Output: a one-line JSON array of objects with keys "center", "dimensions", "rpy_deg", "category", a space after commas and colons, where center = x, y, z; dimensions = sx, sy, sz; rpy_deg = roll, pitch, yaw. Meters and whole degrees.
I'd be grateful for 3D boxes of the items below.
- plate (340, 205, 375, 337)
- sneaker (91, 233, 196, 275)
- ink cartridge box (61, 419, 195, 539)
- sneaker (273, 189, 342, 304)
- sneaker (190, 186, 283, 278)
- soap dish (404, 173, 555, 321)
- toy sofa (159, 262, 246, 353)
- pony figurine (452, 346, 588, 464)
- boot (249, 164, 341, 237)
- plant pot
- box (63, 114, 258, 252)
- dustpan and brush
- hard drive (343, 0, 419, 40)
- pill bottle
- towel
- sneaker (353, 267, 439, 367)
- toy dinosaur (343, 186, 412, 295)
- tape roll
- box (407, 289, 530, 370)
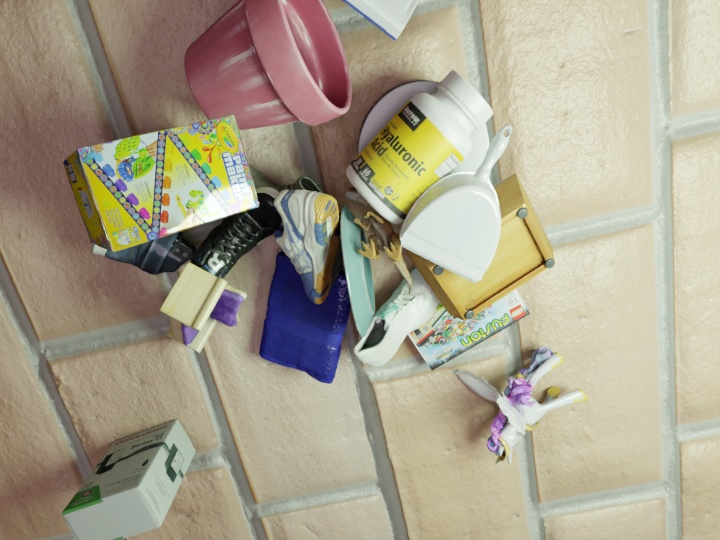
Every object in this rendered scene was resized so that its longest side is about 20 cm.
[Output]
[{"center": [0.000, 0.000, 0.855], "dimensions": [0.025, 0.201, 0.203], "rpy_deg": [-7, 109, 6], "category": "plate"}, {"center": [-0.315, -0.092, 0.891], "dimensions": [0.145, 0.077, 0.204], "rpy_deg": [25, 99, -18], "category": "sneaker"}, {"center": [-0.394, 0.365, 0.981], "dimensions": [0.145, 0.200, 0.084], "rpy_deg": [-20, 105, 6], "category": "ink cartridge box"}, {"center": [-0.079, -0.038, 0.821], "dimensions": [0.087, 0.076, 0.202], "rpy_deg": [17, 135, 16], "category": "sneaker"}, {"center": [-0.187, -0.040, 0.841], "dimensions": [0.073, 0.113, 0.199], "rpy_deg": [41, 139, -18], "category": "sneaker"}, {"center": [0.190, -0.026, 0.858], "dimensions": [0.199, 0.082, 0.158], "rpy_deg": [-34, 123, 7], "category": "soap dish"}, {"center": [-0.246, 0.072, 0.878], "dimensions": [0.097, 0.200, 0.083], "rpy_deg": [29, 67, -6], "category": "toy sofa"}, {"center": [0.276, 0.227, 0.979], "dimensions": [0.199, 0.167, 0.194], "rpy_deg": [-40, 114, -4], "category": "pony figurine"}, {"center": [-0.117, -0.119, 0.853], "dimensions": [0.200, 0.068, 0.130], "rpy_deg": [44, 143, -20], "category": "boot"}, {"center": [-0.132, -0.283, 0.772], "dimensions": [0.177, 0.200, 0.202], "rpy_deg": [-16, 110, 20], "category": "plant pot"}, {"center": [-0.271, -0.117, 0.753], "dimensions": [0.191, 0.199, 0.124], "rpy_deg": [-22, 107, -29], "category": "box"}, {"center": [0.153, -0.101, 0.759], "dimensions": [0.138, 0.057, 0.201], "rpy_deg": [25, 111, -15], "category": "dustpan and brush"}, {"center": [-0.011, -0.409, 0.758], "dimensions": [0.199, 0.133, 0.025], "rpy_deg": [33, 141, -12], "category": "hard drive"}, {"center": [0.083, -0.171, 0.777], "dimensions": [0.111, 0.111, 0.200], "rpy_deg": [42, 103, -14], "category": "pill bottle"}, {"center": [-0.089, 0.077, 0.948], "dimensions": [0.146, 0.050, 0.202], "rpy_deg": [18, 111, 14], "category": "towel"}, {"center": [0.061, 0.070, 0.919], "dimensions": [0.075, 0.088, 0.201], "rpy_deg": [35, 90, 28], "category": "sneaker"}, {"center": [0.044, -0.036, 0.816], "dimensions": [0.060, 0.106, 0.202], "rpy_deg": [-23, 106, 20], "category": "toy dinosaur"}, {"center": [0.094, -0.186, 0.864], "dimensions": [0.197, 0.066, 0.203], "rpy_deg": [0, 110, 0], "category": "tape roll"}, {"center": [0.180, 0.077, 0.973], "dimensions": [0.199, 0.035, 0.111], "rpy_deg": [-32, 107, 10], "category": "box"}]
